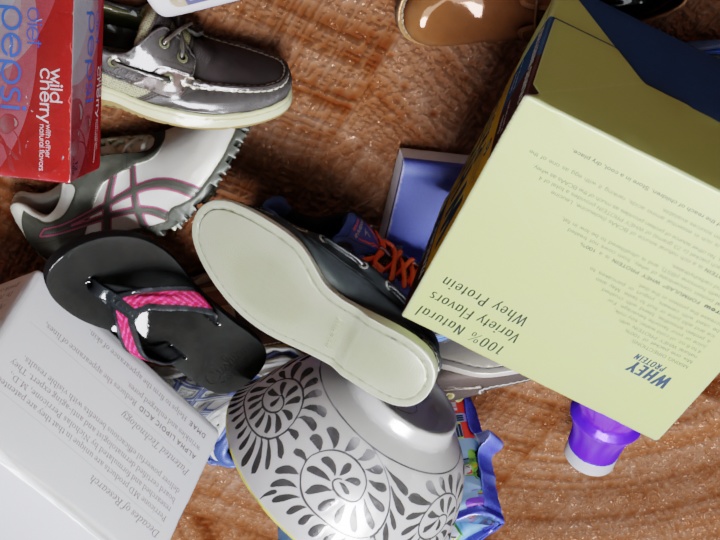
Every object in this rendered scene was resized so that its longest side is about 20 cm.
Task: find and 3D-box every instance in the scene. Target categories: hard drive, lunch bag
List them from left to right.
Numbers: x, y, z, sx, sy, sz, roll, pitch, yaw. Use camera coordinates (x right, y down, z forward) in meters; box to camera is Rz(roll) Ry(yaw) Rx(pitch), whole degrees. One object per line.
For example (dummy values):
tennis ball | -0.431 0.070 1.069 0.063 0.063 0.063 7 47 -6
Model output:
lunch bag | 0.031 0.183 1.025 0.199 0.151 0.094 -33 125 18
hard drive | 0.115 -0.025 0.953 0.197 0.025 0.133 5 127 -11

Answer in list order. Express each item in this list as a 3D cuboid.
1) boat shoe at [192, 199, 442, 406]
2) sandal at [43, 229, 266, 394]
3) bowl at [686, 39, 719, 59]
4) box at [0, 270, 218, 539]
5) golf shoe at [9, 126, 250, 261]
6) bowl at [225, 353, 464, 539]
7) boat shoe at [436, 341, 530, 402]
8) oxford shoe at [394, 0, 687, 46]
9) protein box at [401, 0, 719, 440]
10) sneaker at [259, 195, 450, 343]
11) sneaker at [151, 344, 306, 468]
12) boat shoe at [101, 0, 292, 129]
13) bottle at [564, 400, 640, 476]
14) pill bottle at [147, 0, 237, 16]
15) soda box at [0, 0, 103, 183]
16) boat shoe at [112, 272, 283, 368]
boat shoe | -0.025 0.012 0.841 0.198 0.066 0.075 32 118 6
sandal | -0.135 0.037 0.860 0.075 0.045 0.200 -44 130 10
bowl | 0.252 -0.075 0.901 0.198 0.039 0.203 -4 116 -7
box | -0.252 0.128 0.905 0.198 0.131 0.200 -16 128 41
golf shoe | -0.161 -0.065 0.859 0.199 0.077 0.088 -37 114 19
bowl | 0.010 0.120 0.884 0.199 0.202 0.094 26 116 -25
boat shoe | 0.064 0.077 1.000 0.197 0.072 0.060 -5 135 2
oxford shoe | 0.121 -0.182 0.805 0.198 0.072 0.072 -12 130 4
protein box | 0.163 -0.034 0.788 0.197 0.136 0.201 26 134 -1
sneaker | 0.000 0.000 0.904 0.198 0.076 0.079 13 123 4
sneaker | -0.130 0.122 0.997 0.198 0.089 0.076 -18 130 11
boat shoe | -0.139 -0.143 0.800 0.197 0.074 0.065 5 132 -11
bottle | 0.221 0.086 1.016 0.065 0.084 0.202 25 128 14
pill bottle | -0.039 -0.228 0.723 0.198 0.112 0.112 -13 128 3
soda box | -0.194 -0.158 0.733 0.069 0.063 0.203 6 103 3
boat shoe | -0.130 0.047 0.948 0.197 0.072 0.076 -3 128 -4
